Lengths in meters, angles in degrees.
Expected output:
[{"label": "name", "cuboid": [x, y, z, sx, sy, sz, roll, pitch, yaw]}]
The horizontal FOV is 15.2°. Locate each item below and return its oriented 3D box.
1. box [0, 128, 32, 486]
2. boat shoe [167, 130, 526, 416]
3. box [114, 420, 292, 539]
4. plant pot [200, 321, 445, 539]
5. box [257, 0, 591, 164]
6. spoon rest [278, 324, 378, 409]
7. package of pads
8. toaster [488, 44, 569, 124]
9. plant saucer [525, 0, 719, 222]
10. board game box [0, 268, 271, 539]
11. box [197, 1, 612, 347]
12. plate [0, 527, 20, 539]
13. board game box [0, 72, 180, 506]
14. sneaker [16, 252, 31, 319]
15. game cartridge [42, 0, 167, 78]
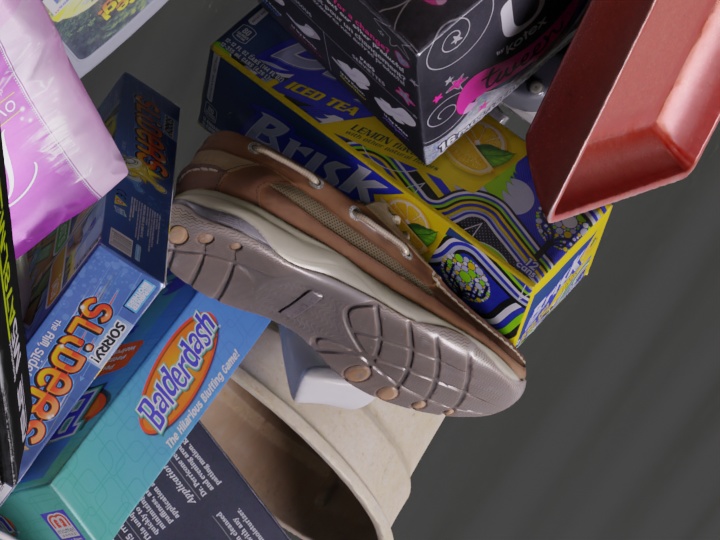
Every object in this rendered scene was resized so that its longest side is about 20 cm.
[{"label": "box", "cuboid": [-0.221, -0.004, 0.943, 0.194, 0.199, 0.048, 93, 3, -47]}, {"label": "boat shoe", "cuboid": [0.000, 0.000, 1.241, 0.076, 0.200, 0.072, -27, -141, 47]}, {"label": "box", "cuboid": [-0.140, 0.167, 1.398, 0.182, 0.200, 0.104, -37, 180, -19]}, {"label": "plant pot", "cuboid": [-0.011, 0.023, 1.451, 0.184, 0.200, 0.201, -51, 162, -19]}, {"label": "box", "cuboid": [0.060, -0.174, 1.249, 0.200, 0.132, 0.115, -41, 159, -12]}, {"label": "spoon rest", "cuboid": [-0.019, -0.014, 1.345, 0.099, 0.201, 0.061, 10, 144, -14]}, {"label": "package of pads", "cuboid": [-0.177, -0.080, 0.976, 0.120, 0.076, 0.200, -37, 136, -14]}, {"label": "toaster", "cuboid": [0.128, -0.161, 1.443, 0.200, 0.114, 0.129, -47, 164, 1]}, {"label": "plant saucer", "cuboid": [0.151, -0.127, 1.249, 0.200, 0.037, 0.200, -17, 136, -62]}, {"label": "board game box", "cuboid": [-0.133, 0.062, 1.258, 0.152, 0.045, 0.200, -16, -152, 40]}, {"label": "box", "cuboid": [0.019, -0.052, 1.299, 0.070, 0.200, 0.064, -44, 162, -32]}, {"label": "plate", "cuboid": [-0.208, 0.134, 1.184, 0.200, 0.199, 0.026, 101, 1, -57]}, {"label": "board game box", "cuboid": [-0.134, 0.006, 1.202, 0.136, 0.034, 0.200, -52, -164, 19]}, {"label": "sneaker", "cuboid": [-0.183, 0.008, 1.147, 0.078, 0.100, 0.200, -14, 157, -20]}, {"label": "game cartridge", "cuboid": [-0.108, -0.147, 1.123, 0.200, 0.041, 0.133, -45, 164, -1]}]
